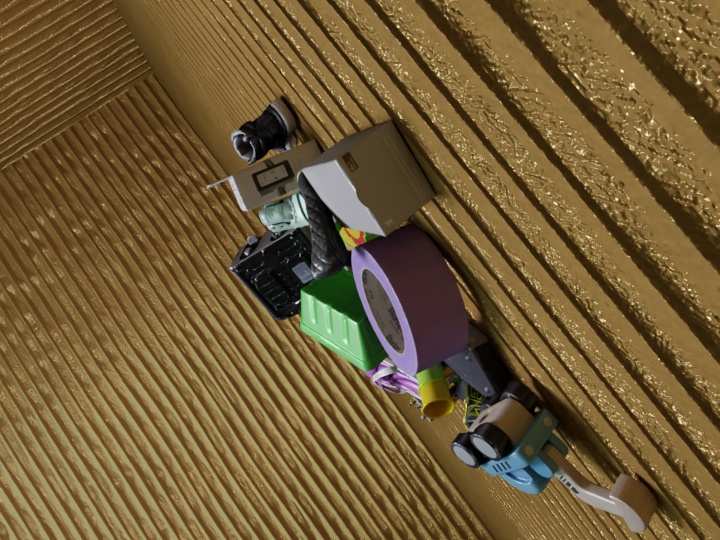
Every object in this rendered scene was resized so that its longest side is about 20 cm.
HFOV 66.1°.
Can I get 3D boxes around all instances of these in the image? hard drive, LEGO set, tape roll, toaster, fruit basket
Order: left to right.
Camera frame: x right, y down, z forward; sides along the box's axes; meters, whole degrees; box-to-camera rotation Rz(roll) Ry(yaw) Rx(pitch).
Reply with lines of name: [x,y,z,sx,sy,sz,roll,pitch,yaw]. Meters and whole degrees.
toaster: [-0.143,-0.005,1.170,0.200,0.180,0.119,52,-160,-27]
fruit basket: [0.002,0.107,1.028,0.215,0.155,0.217,37,149,27]
tape roll: [0.067,0.042,0.798,0.201,0.084,0.201,58,163,29]
LEGO set: [0.122,0.218,1.164,0.154,0.115,0.201,43,165,49]
hard drive: [0.161,0.126,0.881,0.136,0.042,0.200,57,171,-20]

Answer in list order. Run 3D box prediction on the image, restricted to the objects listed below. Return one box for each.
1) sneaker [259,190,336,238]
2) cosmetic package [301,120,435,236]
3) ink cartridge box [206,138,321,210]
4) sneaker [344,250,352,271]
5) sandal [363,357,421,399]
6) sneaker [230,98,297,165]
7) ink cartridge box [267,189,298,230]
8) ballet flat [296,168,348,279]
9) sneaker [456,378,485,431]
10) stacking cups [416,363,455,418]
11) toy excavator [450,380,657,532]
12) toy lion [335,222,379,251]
sneaker: [-0.112,-0.100,0.957,0.200,0.117,0.075,170,83,-75]
cosmetic package: [0.002,-0.113,0.701,0.107,0.090,0.200,56,168,-17]
ink cartridge box: [-0.166,-0.159,0.982,0.068,0.199,0.116,67,168,-12]
sneaker: [0.000,0.000,1.090,0.200,0.075,0.077,40,159,44]
sandal: [0.061,0.213,1.074,0.202,0.050,0.083,7,129,49]
sneaker: [-0.183,-0.247,1.036,0.076,0.113,0.200,54,171,-4]
ink cartridge box: [-0.125,-0.082,1.294,0.125,0.128,0.201,40,163,53]
ballet flat: [-0.068,-0.076,0.809,0.066,0.056,0.201,45,-159,-50]
sneaker: [0.203,0.240,0.947,0.075,0.084,0.200,57,170,-13]
stacking cups: [0.121,0.169,1.007,0.201,0.060,0.061,-100,-14,-49]
toy excavator: [0.243,0.246,0.711,0.200,0.100,0.195,43,152,8]
toy lion: [-0.019,-0.093,0.970,0.200,0.068,0.193,39,156,59]
